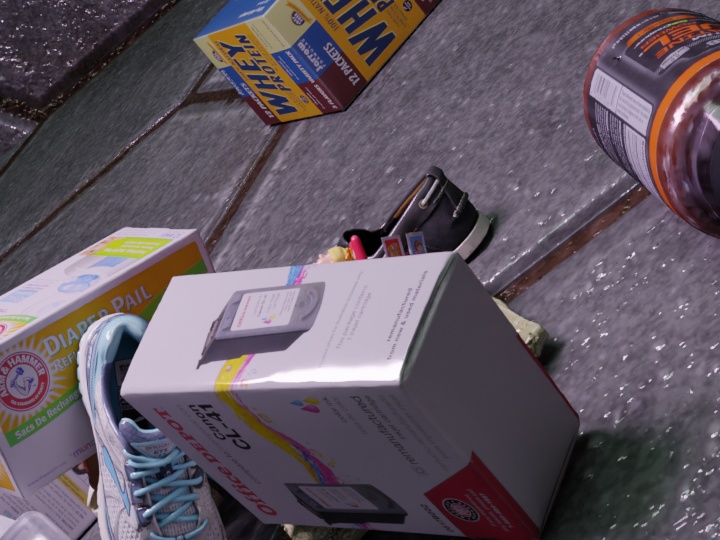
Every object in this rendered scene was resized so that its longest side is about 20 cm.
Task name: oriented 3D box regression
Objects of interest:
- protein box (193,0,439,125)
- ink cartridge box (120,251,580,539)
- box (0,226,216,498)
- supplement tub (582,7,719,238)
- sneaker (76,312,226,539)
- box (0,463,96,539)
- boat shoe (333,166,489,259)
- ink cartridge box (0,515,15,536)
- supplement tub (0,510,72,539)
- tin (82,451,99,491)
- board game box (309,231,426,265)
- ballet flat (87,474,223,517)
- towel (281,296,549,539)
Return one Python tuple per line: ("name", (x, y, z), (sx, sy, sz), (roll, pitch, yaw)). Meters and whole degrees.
("protein box", (-0.046, -0.286, 1.659), (0.200, 0.135, 0.198), (-50, 22, -19))
("ink cartridge box", (-0.006, 0.071, 0.798), (0.199, 0.148, 0.086), (-7, 48, 39))
("box", (-0.198, 0.059, 1.039), (0.199, 0.102, 0.112), (-32, 21, -32))
("supplement tub", (0.202, -0.081, 0.838), (0.107, 0.107, 0.200), (-41, 21, 5))
("sneaker", (-0.134, 0.122, 0.936), (0.077, 0.201, 0.086), (-17, -7, -17))
("box", (-0.233, 0.156, 1.210), (0.200, 0.082, 0.049), (-47, 19, -11))
("boat shoe", (0.000, 0.000, 1.109), (0.200, 0.068, 0.072), (-38, 22, 19))
("ink cartridge box", (-0.300, 0.199, 1.085), (0.199, 0.109, 0.051), (12, 83, 31))
("supplement tub", (-0.231, 0.263, 0.933), (0.200, 0.123, 0.122), (-48, 21, -17))
("tin", (-0.105, 0.097, 1.053), (0.199, 0.042, 0.112), (-23, 14, -8))
("board game box", (-0.034, 0.011, 0.976), (0.157, 0.039, 0.199), (-25, -11, 39))
("ballet flat", (-0.165, 0.163, 1.101), (0.076, 0.068, 0.200), (-58, 26, -10))
("towel", (0.021, 0.090, 0.934), (0.200, 0.037, 0.148), (-44, 21, -4))
